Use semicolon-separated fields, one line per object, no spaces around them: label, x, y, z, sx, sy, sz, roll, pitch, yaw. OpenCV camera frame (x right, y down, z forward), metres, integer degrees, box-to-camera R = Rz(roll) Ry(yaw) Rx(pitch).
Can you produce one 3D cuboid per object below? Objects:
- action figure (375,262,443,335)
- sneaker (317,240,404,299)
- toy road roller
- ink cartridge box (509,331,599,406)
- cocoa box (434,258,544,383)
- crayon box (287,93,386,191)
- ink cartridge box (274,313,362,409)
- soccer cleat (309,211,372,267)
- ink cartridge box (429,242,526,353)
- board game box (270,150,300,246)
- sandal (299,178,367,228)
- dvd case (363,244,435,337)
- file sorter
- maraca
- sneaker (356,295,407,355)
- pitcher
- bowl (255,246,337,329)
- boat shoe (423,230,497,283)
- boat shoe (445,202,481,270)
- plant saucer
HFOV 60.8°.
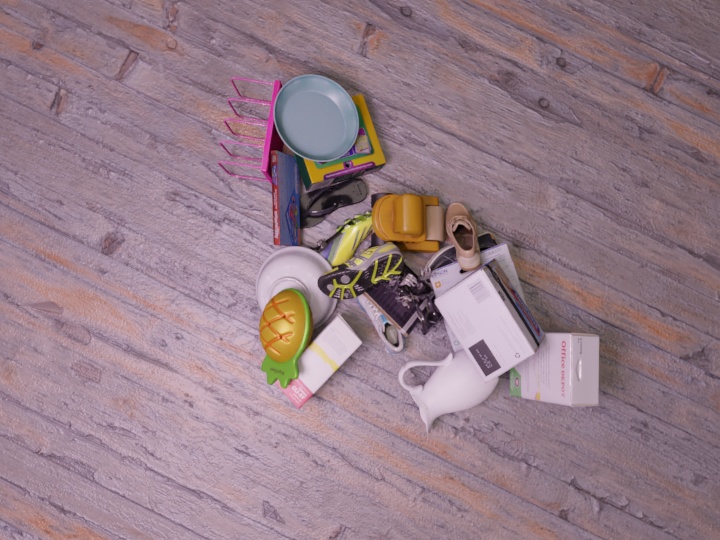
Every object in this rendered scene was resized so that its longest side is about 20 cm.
action figure;0.112;0.034;1.352;0.201;0.102;0.118;51;41;7
sneaker;0.000;0.000;1.329;0.195;0.077;0.077;-18;125;8
toy road roller;0.117;-0.111;1.372;0.195;0.145;0.127;2;85;-23
ink cartridge box;0.419;0.210;1.341;0.085;0.199;0.150;4;84;-23
cocoa box;0.274;0.102;1.294;0.132;0.131;0.203;-36;84;28
crayon box;-0.060;-0.298;1.423;0.196;0.058;0.177;-18;85;-22
ink cartridge box;-0.089;0.198;1.364;0.083;0.145;0.200;44;86;3
soccer cleat;-0.032;-0.062;1.438;0.198;0.065;0.085;-36;110;-6
ink cartridge box;0.273;0.062;1.409;0.192;0.043;0.205;-20;97;4
board game box;-0.168;-0.159;1.384;0.019;0.102;0.207;-2;89;22
sandal;-0.079;-0.165;1.445;0.196;0.043;0.078;-27;87;-3
dvd case;0.072;0.035;1.406;0.200;0.016;0.149;44;50;3
file sorter;-0.246;-0.319;1.409;0.122;0.139;0.206;8;85;3
maraca;-0.158;0.139;1.279;0.135;0.106;0.206;3;83;44
sneaker;0.051;0.099;1.406;0.074;0.087;0.203;-31;85;-1
pitcher;0.195;0.242;1.371;0.197;0.122;0.174;-32;112;2
bowl;-0.152;0.054;1.374;0.195;0.090;0.207;1;102;7
boat shoe;0.233;-0.023;1.421;0.196;0.076;0.063;-26;46;-6
boat shoe;0.233;-0.093;1.388;0.069;0.065;0.203;-15;45;6
plant saucer;-0.100;-0.333;1.365;0.194;0.036;0.206;4;77;-17
